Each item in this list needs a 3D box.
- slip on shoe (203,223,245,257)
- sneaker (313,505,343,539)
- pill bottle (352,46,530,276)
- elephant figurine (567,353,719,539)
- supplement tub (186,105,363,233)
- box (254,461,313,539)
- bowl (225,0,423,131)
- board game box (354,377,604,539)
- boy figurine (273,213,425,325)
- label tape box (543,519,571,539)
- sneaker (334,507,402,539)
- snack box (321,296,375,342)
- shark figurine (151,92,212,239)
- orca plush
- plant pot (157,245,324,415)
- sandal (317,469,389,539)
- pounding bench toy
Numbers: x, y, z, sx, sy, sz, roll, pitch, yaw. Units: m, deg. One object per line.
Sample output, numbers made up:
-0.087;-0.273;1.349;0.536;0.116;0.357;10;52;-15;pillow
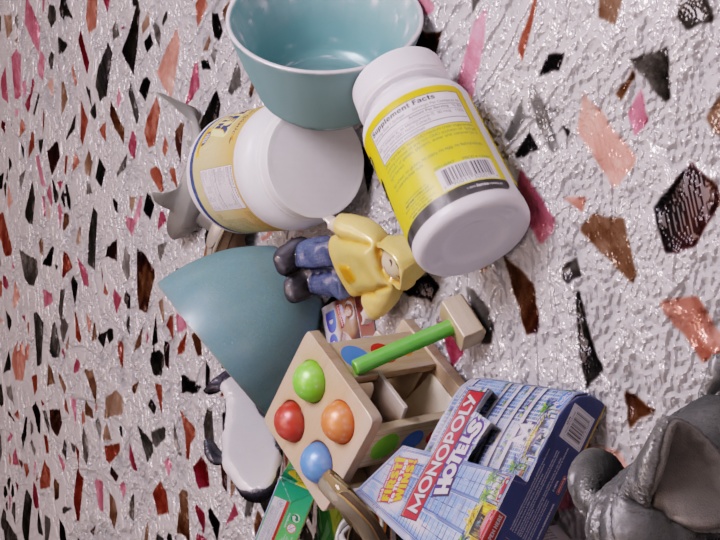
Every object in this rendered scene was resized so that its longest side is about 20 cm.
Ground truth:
-0.173;-0.015;1.572;0.060;0.076;0.201;30;116;9;slip on shoe
-0.043;0.335;1.338;0.083;0.074;0.202;3;96;17;sneaker
0.069;-0.105;1.112;0.114;0.114;0.201;-57;45;43;pill bottle
0.208;0.162;0.816;0.155;0.199;0.142;47;130;47;elephant figurine
-0.098;-0.116;1.356;0.200;0.144;0.146;-1;91;58;supplement tub
-0.082;0.273;1.333;0.200;0.048;0.118;29;-97;-86;box
-0.035;-0.220;1.233;0.105;0.200;0.201;89;155;-44;bowl
0.090;0.180;1.050;0.199;0.062;0.201;2;58;57;board game box
0.000;0.000;1.258;0.199;0.064;0.125;-1;110;46;boy figurine
0.157;0.313;1.040;0.200;0.063;0.145;48;131;47;label tape box
0.012;0.313;1.267;0.078;0.079;0.202;25;114;54;sneaker
-0.001;0.129;1.324;0.072;0.024;0.201;-30;66;53;snack box
-0.253;-0.131;1.668;0.128;0.089;0.216;34;122;51;shark figurine
-0.143;0.212;1.439;0.200;0.105;0.071;48;150;41;orca plush
-0.121;0.050;1.390;0.200;0.135;0.200;50;174;7;plant pot
0.010;0.270;1.104;0.201;0.054;0.080;56;167;-23;sandal
0.017;0.111;1.154;0.124;0.155;0.201;51;129;35;pounding bench toy
